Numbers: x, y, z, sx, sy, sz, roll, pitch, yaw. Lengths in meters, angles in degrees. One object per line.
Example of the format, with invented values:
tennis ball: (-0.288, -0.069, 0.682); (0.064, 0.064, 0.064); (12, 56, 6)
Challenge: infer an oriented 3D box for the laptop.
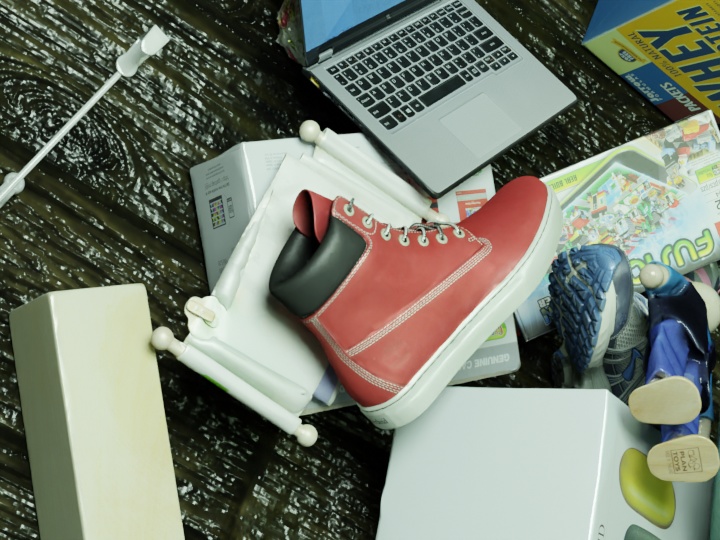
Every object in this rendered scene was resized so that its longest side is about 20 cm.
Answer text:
laptop: (0.056, -0.185, 0.986); (0.200, 0.116, 0.187); (45, 47, 12)

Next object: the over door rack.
over door rack: (-0.234, -0.119, 0.867); (0.200, 0.067, 0.148); (-47, 106, -9)

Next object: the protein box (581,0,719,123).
protein box: (0.315, -0.251, 1.179); (0.134, 0.198, 0.202); (33, 64, -22)

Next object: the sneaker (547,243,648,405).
sneaker: (0.184, 0.040, 1.041); (0.084, 0.201, 0.078); (-17, 56, -7)

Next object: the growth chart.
growth chart: (-0.026, 0.008, 0.913); (0.145, 0.018, 0.201); (41, 63, -21)

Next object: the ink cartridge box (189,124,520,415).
ink cartridge box: (0.000, 0.000, 0.991); (0.198, 0.084, 0.178); (-7, 85, -33)

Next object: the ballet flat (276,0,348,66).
ballet flat: (-0.007, -0.237, 1.048); (0.075, 0.064, 0.202); (19, 69, -18)

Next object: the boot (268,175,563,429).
boot: (0.035, -0.023, 0.903); (0.200, 0.072, 0.145); (-48, 113, -25)

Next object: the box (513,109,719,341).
box: (0.191, -0.034, 1.100); (0.198, 0.035, 0.111); (-23, 92, -7)

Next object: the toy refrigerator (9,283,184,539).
toy refrigerator: (-0.154, 0.115, 0.872); (0.069, 0.076, 0.202); (-5, 82, -33)

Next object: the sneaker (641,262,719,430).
sneaker: (0.262, 0.031, 1.161); (0.081, 0.070, 0.203); (2, 79, -28)

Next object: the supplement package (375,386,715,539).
supplement package: (0.125, 0.178, 0.952); (0.200, 0.149, 0.153); (35, 60, -50)

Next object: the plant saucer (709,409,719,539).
plant saucer: (0.251, 0.126, 0.947); (0.201, 0.038, 0.204); (5, 90, -76)

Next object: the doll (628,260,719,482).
doll: (0.209, 0.062, 0.942); (0.200, 0.048, 0.138); (-58, 131, -62)
